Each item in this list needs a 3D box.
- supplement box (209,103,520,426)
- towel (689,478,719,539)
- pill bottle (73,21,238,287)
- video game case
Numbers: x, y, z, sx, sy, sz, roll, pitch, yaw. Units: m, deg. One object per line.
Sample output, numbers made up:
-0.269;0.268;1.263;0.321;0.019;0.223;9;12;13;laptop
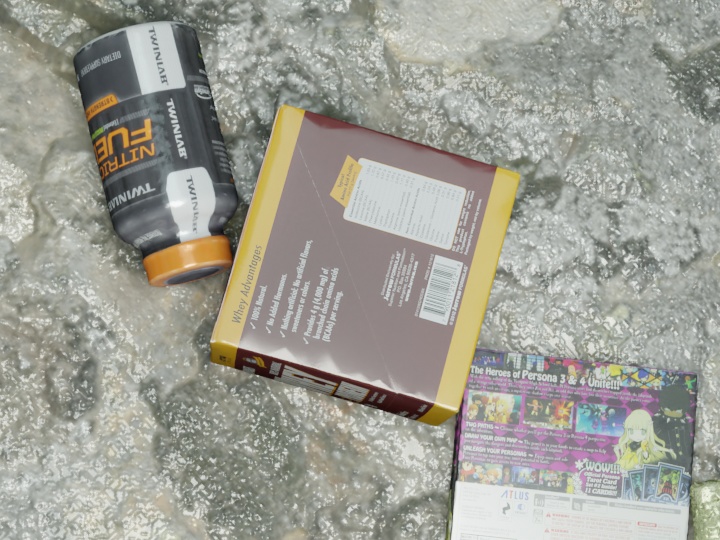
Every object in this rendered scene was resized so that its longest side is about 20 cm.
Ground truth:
0.000;0.000;1.525;0.198;0.133;0.199;16;80;-2;supplement box
0.365;0.232;1.553;0.198;0.036;0.150;-2;86;-12;towel
-0.160;-0.091;1.540;0.105;0.106;0.202;-14;82;-7;pill bottle
0.173;0.164;1.561;0.198;0.036;0.183;6;80;-4;video game case
